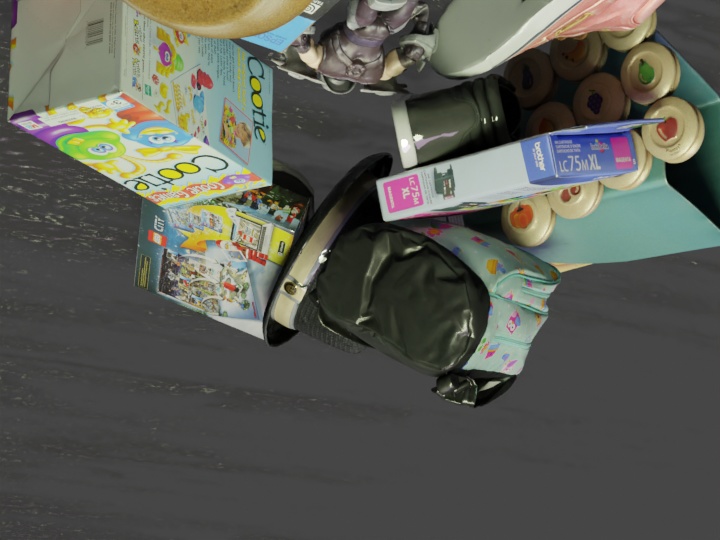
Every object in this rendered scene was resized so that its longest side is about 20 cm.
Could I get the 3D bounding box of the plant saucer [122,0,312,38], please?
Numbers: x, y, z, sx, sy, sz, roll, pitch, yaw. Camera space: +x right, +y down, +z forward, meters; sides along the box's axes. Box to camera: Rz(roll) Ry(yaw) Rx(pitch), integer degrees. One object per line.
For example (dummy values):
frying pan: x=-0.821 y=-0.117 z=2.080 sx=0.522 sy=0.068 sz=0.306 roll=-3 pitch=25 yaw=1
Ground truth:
plant saucer: x=-0.116 y=-0.231 z=1.316 sx=0.200 sy=0.035 sz=0.200 roll=12 pitch=131 yaw=14

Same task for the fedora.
fedora: x=0.000 y=0.000 z=1.724 sx=0.092 sy=0.201 sz=0.201 roll=34 pitch=150 yaw=10

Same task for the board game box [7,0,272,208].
board game box: x=-0.161 y=-0.132 z=1.496 sx=0.103 sy=0.105 sz=0.200 roll=-12 pitch=157 yaw=27

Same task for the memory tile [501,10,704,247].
memory tile: x=0.171 y=-0.121 z=1.593 sx=0.200 sy=0.153 sz=0.017 roll=-32 pitch=156 yaw=34

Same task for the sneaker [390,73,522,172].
sneaker: x=0.081 y=-0.115 z=1.595 sx=0.099 sy=0.071 sz=0.200 roll=-10 pitch=-178 yaw=4

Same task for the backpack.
backpack: x=0.077 y=0.028 z=1.612 sx=0.127 sy=0.167 sz=0.200 roll=-59 pitch=152 yaw=10

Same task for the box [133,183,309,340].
box: x=-0.124 y=-0.023 z=1.741 sx=0.137 sy=0.038 sz=0.200 roll=23 pitch=149 yaw=4

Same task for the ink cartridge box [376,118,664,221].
ink cartridge box: x=0.125 y=-0.077 z=1.538 sx=0.200 sy=0.042 sz=0.119 roll=-16 pitch=174 yaw=38

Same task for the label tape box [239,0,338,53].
label tape box: x=-0.054 y=-0.247 z=1.387 sx=0.144 sy=0.063 sz=0.200 roll=16 pitch=143 yaw=-36

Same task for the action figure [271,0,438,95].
action figure: x=0.011 y=-0.192 z=1.510 sx=0.130 sy=0.069 sz=0.200 roll=-2 pitch=156 yaw=-27

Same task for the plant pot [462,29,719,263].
plant pot: x=0.191 y=-0.088 z=1.684 sx=0.200 sy=0.141 sz=0.141 roll=-14 pitch=153 yaw=29

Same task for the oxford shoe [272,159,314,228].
oxford shoe: x=-0.072 y=-0.035 z=1.777 sx=0.075 sy=0.058 sz=0.200 roll=-9 pitch=150 yaw=5

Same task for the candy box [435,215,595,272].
candy box: x=0.117 y=-0.029 z=1.845 sx=0.200 sy=0.055 sz=0.115 roll=-16 pitch=151 yaw=12

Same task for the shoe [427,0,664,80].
shoe: x=0.149 y=-0.197 z=1.530 sx=0.091 sy=0.072 sz=0.200 roll=17 pitch=142 yaw=-41
